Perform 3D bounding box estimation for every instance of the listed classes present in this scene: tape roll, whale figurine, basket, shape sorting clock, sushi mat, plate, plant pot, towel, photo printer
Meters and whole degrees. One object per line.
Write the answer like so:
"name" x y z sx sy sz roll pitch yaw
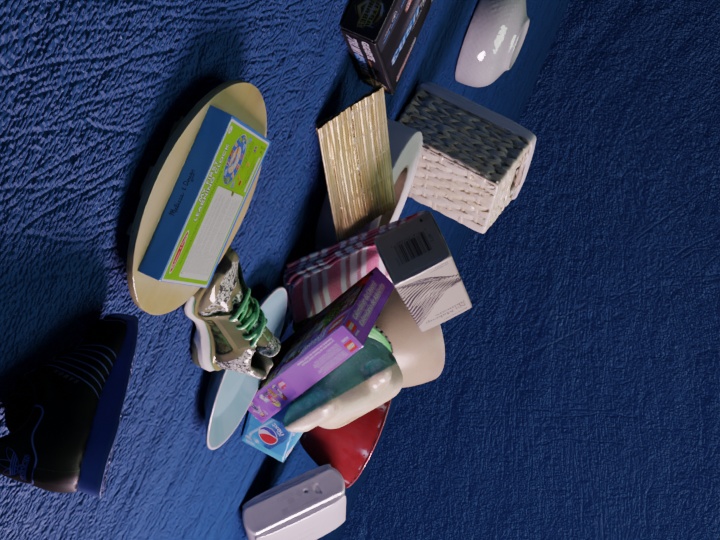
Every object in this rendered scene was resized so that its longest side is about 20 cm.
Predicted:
"tape roll" 0.012 -0.101 1.580 0.202 0.070 0.204 23 90 -81
"whale figurine" -0.032 0.143 1.526 0.159 0.104 0.200 -32 172 30
"basket" 0.140 -0.165 1.786 0.124 0.199 0.136 -53 164 -33
"shape sorting clock" -0.131 -0.059 0.966 0.201 0.039 0.200 -62 169 -20
"sushi mat" -0.002 -0.120 1.398 0.095 0.012 0.201 -33 144 -19
"plate" -0.137 0.108 1.372 0.200 0.025 0.202 24 90 -81
"plant pot" 0.017 0.097 1.820 0.134 0.201 0.201 -21 148 -23
"towel" 0.000 0.000 1.508 0.198 0.030 0.147 -22 157 -7
"photo printer" -0.102 0.385 1.879 0.165 0.070 0.200 -23 158 -12

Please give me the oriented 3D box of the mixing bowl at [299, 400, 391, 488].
"mixing bowl" -0.035 0.233 1.916 0.200 0.108 0.202 -157 -90 -82

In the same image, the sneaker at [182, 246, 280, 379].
"sneaker" -0.113 0.045 1.158 0.201 0.088 0.077 95 21 -61

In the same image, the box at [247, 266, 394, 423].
"box" -0.052 0.092 1.484 0.200 0.039 0.137 -39 -168 34

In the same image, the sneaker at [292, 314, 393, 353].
"sneaker" -0.029 0.092 1.665 0.200 0.078 0.086 39 83 -43

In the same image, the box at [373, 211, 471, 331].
"box" 0.080 0.005 1.488 0.082 0.069 0.200 -27 157 4

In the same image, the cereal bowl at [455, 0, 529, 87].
"cereal bowl" 0.240 -0.410 2.100 0.200 0.083 0.201 90 26 -68

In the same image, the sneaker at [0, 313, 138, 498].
"sneaker" -0.203 0.082 0.841 0.200 0.077 0.071 -99 -156 -66

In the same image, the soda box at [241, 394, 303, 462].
"soda box" -0.089 0.170 1.654 0.200 0.067 0.065 -53 166 -55

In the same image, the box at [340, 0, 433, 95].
"box" 0.048 -0.318 1.343 0.199 0.049 0.201 49 65 -79
